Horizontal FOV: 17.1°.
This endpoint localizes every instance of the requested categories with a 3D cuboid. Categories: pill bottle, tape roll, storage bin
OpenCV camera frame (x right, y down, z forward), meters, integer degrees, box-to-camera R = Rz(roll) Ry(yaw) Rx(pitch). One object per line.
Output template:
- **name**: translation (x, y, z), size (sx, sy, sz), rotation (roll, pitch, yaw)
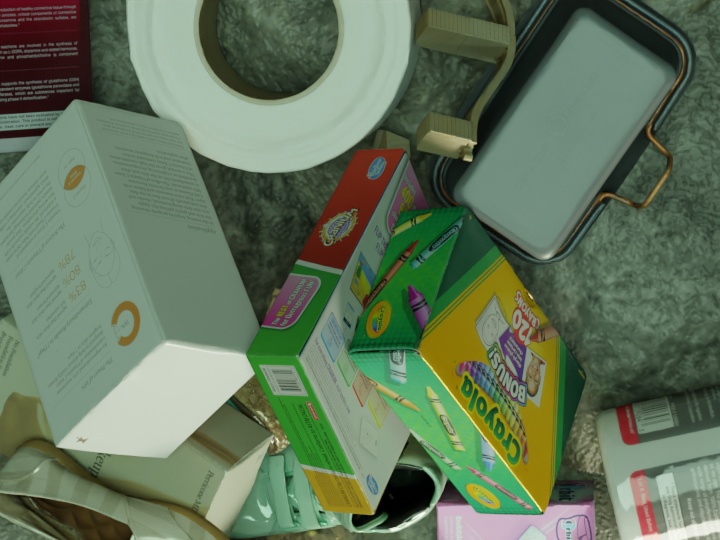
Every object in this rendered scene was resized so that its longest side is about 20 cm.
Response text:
- **pill bottle**: translation (0.272, 0.132, 1.678), size (0.199, 0.111, 0.111), rotation (-13, 98, 6)
- **tape roll**: translation (-0.060, -0.170, 1.666), size (0.202, 0.071, 0.203), rotation (1, 99, 7)
- **storage bin**: translation (0.146, -0.093, 1.640), size (0.145, 0.134, 0.200), rotation (34, 100, -2)

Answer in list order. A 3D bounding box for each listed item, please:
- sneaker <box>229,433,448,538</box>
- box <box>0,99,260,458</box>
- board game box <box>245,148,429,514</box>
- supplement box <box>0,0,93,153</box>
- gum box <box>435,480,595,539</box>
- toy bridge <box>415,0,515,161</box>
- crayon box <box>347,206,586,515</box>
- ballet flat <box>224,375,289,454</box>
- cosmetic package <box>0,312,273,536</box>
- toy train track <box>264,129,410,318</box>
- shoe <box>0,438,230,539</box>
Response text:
- **sneaker**: translation (-0.033, 0.155, 1.698), size (0.200, 0.118, 0.074), rotation (-15, 99, 7)
- **box**: translation (-0.160, 0.007, 1.596), size (0.124, 0.097, 0.200), rotation (-43, 54, 32)
- **board game box**: translation (0.003, 0.040, 1.615), size (0.040, 0.200, 0.153), rotation (1, 133, 29)
- **supplement box**: translation (-0.248, -0.184, 1.666), size (0.108, 0.061, 0.201), rotation (-5, 100, -28)
- **gum box**: translation (0.114, 0.257, 1.729), size (0.113, 0.066, 0.201), rotation (-1, 99, 5)
- **toy bridge**: translation (0.072, -0.159, 1.631), size (0.067, 0.027, 0.201), rotation (11, 59, -18)
- **crayon box**: translation (0.076, 0.064, 1.628), size (0.058, 0.119, 0.200), rotation (-3, 142, 34)
- **ballet flat**: translation (-0.114, 0.047, 1.718), size (0.200, 0.071, 0.065), rotation (46, 64, 3)
- **cosmetic package**: translation (-0.172, 0.113, 1.686), size (0.200, 0.071, 0.105), rotation (31, 120, 15)
- **toy train track**: translation (0.000, 0.000, 1.690), size (0.114, 0.032, 0.201), rotation (20, 85, -39)
- **shoe**: translation (-0.168, 0.184, 1.636), size (0.199, 0.053, 0.070), rotation (26, 122, 18)
